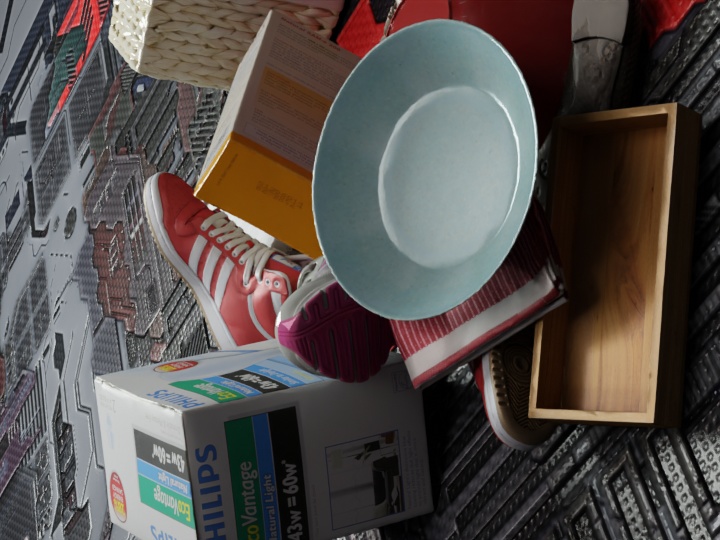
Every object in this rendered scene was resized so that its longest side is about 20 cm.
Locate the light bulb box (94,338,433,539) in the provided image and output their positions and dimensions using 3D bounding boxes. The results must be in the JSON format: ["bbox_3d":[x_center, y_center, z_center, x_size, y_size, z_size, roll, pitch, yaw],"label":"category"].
[{"bbox_3d":[-0.079,0.135,1.254,0.198,0.198,0.126,8,107,61],"label":"light bulb box"}]

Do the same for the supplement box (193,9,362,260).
[{"bbox_3d":[-0.054,-0.116,1.359,0.074,0.125,0.201,-52,16,38],"label":"supplement box"}]

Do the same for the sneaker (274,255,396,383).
[{"bbox_3d":[-0.014,0.031,1.206,0.087,0.199,0.082,6,100,28],"label":"sneaker"}]

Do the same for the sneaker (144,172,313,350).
[{"bbox_3d":[-0.106,-0.015,1.435,0.112,0.071,0.201,-29,93,32],"label":"sneaker"}]

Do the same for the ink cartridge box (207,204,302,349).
[{"bbox_3d":[-0.111,-0.032,1.572,0.164,0.057,0.200,-64,26,22],"label":"ink cartridge box"}]

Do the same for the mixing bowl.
[{"bbox_3d":[0.083,-0.157,1.209,0.200,0.107,0.202,-35,48,52],"label":"mixing bowl"}]

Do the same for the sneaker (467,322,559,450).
[{"bbox_3d":[0.087,0.056,1.150,0.112,0.071,0.202,-42,36,41],"label":"sneaker"}]

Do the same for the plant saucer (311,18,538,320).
[{"bbox_3d":[0.050,-0.065,1.080,0.200,0.038,0.203,-8,78,42],"label":"plant saucer"}]

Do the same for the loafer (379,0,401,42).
[{"bbox_3d":[0.059,-0.237,1.331,0.200,0.062,0.073,-45,42,44],"label":"loafer"}]

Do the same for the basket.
[{"bbox_3d":[-0.135,-0.249,1.553,0.136,0.198,0.124,48,125,56],"label":"basket"}]

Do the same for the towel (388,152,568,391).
[{"bbox_3d":[0.058,-0.038,1.108,0.144,0.023,0.202,-35,59,33],"label":"towel"}]

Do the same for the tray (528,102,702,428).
[{"bbox_3d":[0.165,-0.002,1.040,0.098,0.037,0.202,-3,79,44],"label":"tray"}]

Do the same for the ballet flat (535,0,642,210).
[{"bbox_3d":[0.161,-0.105,1.121,0.067,0.046,0.202,12,95,30],"label":"ballet flat"}]
